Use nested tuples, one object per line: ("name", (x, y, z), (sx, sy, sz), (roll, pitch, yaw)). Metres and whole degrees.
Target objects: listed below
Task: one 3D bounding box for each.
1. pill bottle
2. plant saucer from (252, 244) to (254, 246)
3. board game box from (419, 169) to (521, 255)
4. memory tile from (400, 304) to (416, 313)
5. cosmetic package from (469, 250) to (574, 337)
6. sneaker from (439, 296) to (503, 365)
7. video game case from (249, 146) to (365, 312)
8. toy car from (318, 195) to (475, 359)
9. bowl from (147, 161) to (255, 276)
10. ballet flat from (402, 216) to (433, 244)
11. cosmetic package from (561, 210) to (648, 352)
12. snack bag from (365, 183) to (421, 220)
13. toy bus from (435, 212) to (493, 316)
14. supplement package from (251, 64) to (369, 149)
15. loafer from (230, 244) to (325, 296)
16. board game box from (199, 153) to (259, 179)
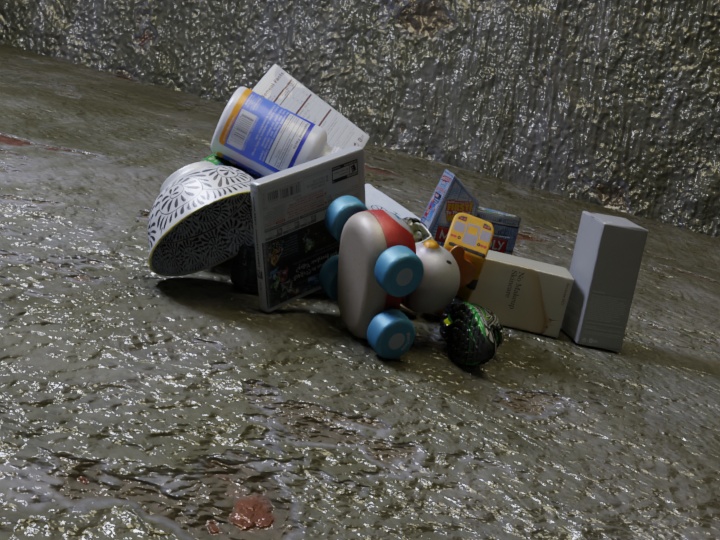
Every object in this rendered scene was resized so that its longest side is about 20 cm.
("pill bottle", (-0.118, -0.186, 1.662), (0.198, 0.113, 0.112), (27, 13, -3))
("plant saucer", (-0.195, -0.073, 1.898), (0.196, 0.028, 0.200), (13, 13, -3))
("board game box", (0.172, -0.057, 1.831), (0.196, 0.204, 0.062), (10, 12, -15))
("memory tile", (0.000, 0.000, 1.685), (0.198, 0.017, 0.153), (31, 10, -13))
("cosmetic package", (0.230, 0.030, 1.752), (0.196, 0.105, 0.073), (12, 14, -3))
("sneaker", (0.166, 0.082, 1.522), (0.084, 0.079, 0.200), (13, 12, -5))
("video game case", (-0.067, -0.060, 1.512), (0.023, 0.185, 0.198), (19, 31, 41))
("toy car", (0.071, -0.004, 1.481), (0.197, 0.180, 0.184), (-9, 32, -27))
("bowl", (-0.218, -0.086, 1.505), (0.199, 0.200, 0.095), (-5, 60, -54))
("ballet flat", (0.085, -0.029, 1.712), (0.071, 0.073, 0.201), (11, 29, -11))
("cosmetic package", (0.389, 0.014, 1.765), (0.089, 0.204, 0.107), (11, 14, -10))
("snack bag", (0.017, -0.098, 1.891), (0.188, 0.022, 0.199), (36, 26, 28))
("toy bus", (0.142, 0.001, 1.614), (0.064, 0.079, 0.201), (18, -26, 4))
("supplement package", (-0.107, -0.214, 1.792), (0.199, 0.117, 0.118), (36, 52, -4))
("loafer", (-0.100, -0.004, 1.610), (0.198, 0.072, 0.068), (3, 17, -40))
("board game box", (-0.148, -0.113, 1.656), (0.198, 0.037, 0.151), (28, 11, -4))
